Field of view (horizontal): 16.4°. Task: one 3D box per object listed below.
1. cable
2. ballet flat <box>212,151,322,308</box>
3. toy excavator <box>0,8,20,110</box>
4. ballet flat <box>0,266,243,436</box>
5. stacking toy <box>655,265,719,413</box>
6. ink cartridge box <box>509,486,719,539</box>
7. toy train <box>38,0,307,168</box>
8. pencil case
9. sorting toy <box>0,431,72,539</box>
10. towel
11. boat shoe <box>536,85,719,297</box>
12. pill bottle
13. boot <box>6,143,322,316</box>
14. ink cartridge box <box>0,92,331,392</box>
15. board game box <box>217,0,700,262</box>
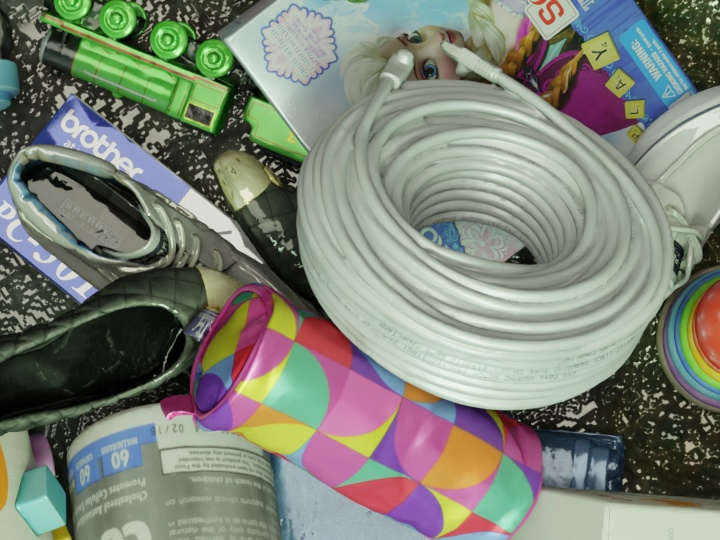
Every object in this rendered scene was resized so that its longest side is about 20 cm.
[{"bbox_3d":[0.061,-0.017,1.303,0.200,0.069,0.200,32,45,14],"label":"cable"},{"bbox_3d":[0.000,0.000,1.371,0.200,0.066,0.057,41,108,-13],"label":"ballet flat"},{"bbox_3d":[-0.284,-0.054,1.426,0.194,0.100,0.201,-9,86,3],"label":"toy excavator"},{"bbox_3d":[-0.142,0.051,1.292,0.200,0.057,0.067,-22,117,-25],"label":"ballet flat"},{"bbox_3d":[0.204,0.032,1.332,0.085,0.200,0.086,0,85,4],"label":"stacking toy"},{"bbox_3d":[0.164,0.183,1.323,0.199,0.128,0.126,7,87,-21],"label":"ink cartridge box"},{"bbox_3d":[-0.097,-0.111,1.448,0.200,0.042,0.057,22,97,5],"label":"toy train"},{"bbox_3d":[0.000,0.079,1.305,0.200,0.088,0.089,28,87,-24],"label":"pencil case"},{"bbox_3d":[-0.199,0.162,1.378,0.107,0.200,0.180,-22,88,-20],"label":"sorting toy"},{"bbox_3d":[0.046,0.140,1.412,0.199,0.049,0.112,5,87,4],"label":"towel"},{"bbox_3d":[0.162,-0.014,1.394,0.074,0.065,0.200,35,99,-28],"label":"boat shoe"},{"bbox_3d":[-0.094,0.182,1.347,0.113,0.114,0.201,-11,66,3],"label":"pill bottle"},{"bbox_3d":[-0.108,0.000,1.365,0.200,0.096,0.074,30,85,6],"label":"boot"},{"bbox_3d":[-0.115,-0.003,1.437,0.200,0.044,0.094,39,87,7],"label":"ink cartridge box"},{"bbox_3d":[0.058,-0.112,1.404,0.199,0.041,0.200,-38,103,1],"label":"board game box"}]
